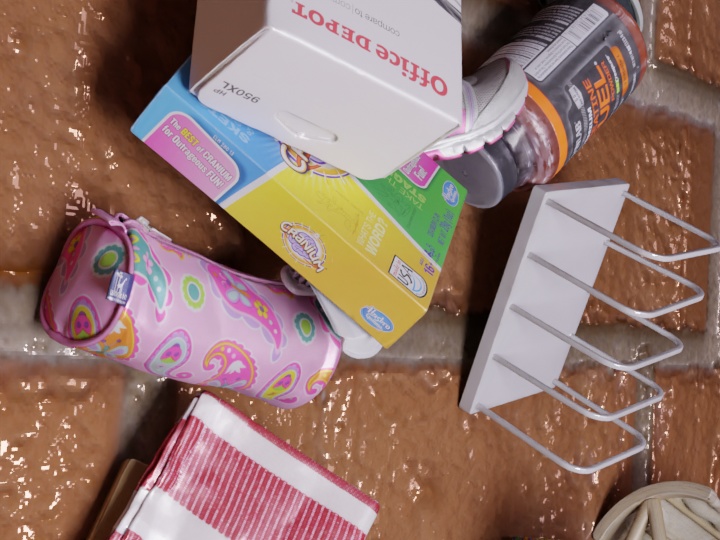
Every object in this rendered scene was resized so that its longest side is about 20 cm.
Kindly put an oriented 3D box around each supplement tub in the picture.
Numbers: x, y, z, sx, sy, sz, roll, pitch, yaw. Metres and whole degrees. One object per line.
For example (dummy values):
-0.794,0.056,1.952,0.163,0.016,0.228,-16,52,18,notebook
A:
0.143,-0.137,1.056,0.200,0.106,0.108,-45,124,-29,supplement tub

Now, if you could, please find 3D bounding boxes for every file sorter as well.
0.195,0.043,1.067,0.138,0.124,0.203,-9,122,-50,file sorter

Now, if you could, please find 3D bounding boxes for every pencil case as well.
-0.099,0.027,0.797,0.199,0.087,0.089,23,74,-47,pencil case

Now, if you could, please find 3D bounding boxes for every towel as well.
-0.088,0.190,0.772,0.143,0.023,0.201,34,66,-7,towel

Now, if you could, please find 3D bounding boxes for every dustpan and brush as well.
0.000,0.000,0.866,0.199,0.057,0.141,-1,55,-52,dustpan and brush

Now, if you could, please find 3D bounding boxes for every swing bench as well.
0.317,0.331,1.280,0.198,0.128,0.203,37,59,-44,swing bench

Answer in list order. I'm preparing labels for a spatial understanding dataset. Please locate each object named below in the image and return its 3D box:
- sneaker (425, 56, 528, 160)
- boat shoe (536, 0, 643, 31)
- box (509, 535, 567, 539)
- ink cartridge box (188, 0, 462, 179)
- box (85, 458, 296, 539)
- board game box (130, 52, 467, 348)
0.034,-0.118,0.923,0.198,0.081,0.089,-27,105,-23,sneaker
0.178,-0.251,1.132,0.199,0.075,0.061,39,62,-30,boat shoe
0.188,0.331,1.048,0.120,0.193,0.203,15,77,-10,box
-0.015,-0.177,0.772,0.143,0.084,0.203,21,58,-33,ink cartridge box
-0.111,0.238,0.773,0.162,0.021,0.202,28,66,-9,box
-0.030,-0.066,0.802,0.199,0.040,0.154,40,33,-11,board game box
